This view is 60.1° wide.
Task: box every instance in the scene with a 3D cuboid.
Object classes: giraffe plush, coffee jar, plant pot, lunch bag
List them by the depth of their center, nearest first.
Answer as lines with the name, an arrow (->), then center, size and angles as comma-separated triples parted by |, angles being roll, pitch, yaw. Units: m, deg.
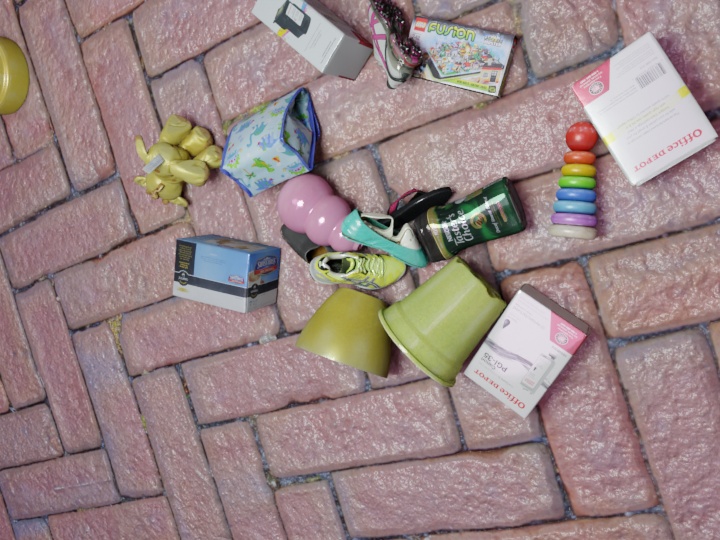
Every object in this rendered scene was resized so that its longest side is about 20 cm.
coffee jar -> 0.203, -0.091, 1.170 | 0.198, 0.085, 0.105 | -22, 102, 26
plant pot -> 0.167, 0.083, 1.172 | 0.184, 0.200, 0.201 | -46, 79, 11
plant pot -> -0.017, 0.117, 1.263 | 0.198, 0.200, 0.143 | 16, 82, 21
lunch bag -> -0.183, -0.275, 1.288 | 0.169, 0.127, 0.202 | -19, 51, 25
giraffe plush -> -0.424, -0.225, 1.410 | 0.173, 0.199, 0.162 | 49, 142, 6
plant pot -> -0.997, -0.509, 1.594 | 0.199, 0.189, 0.203 | 4, 100, 24

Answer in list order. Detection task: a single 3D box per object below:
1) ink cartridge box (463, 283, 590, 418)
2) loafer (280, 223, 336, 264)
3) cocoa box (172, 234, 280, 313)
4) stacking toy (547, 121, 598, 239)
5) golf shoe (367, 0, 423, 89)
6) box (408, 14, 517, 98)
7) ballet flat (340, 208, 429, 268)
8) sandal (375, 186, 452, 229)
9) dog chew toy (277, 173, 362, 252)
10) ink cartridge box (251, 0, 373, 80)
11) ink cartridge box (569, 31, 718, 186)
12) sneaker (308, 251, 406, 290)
ink cartridge box -> 0.309, 0.150, 1.163 | 0.146, 0.083, 0.201 | 35, 110, 15
loafer -> -0.096, -0.045, 1.322 | 0.199, 0.072, 0.073 | 31, 110, 18
cocoa box -> -0.297, 0.001, 1.385 | 0.198, 0.133, 0.133 | 11, 102, 22
stacking toy -> 0.383, -0.158, 1.092 | 0.084, 0.085, 0.203 | 8, 95, 23
golf shoe -> 0.046, -0.437, 1.180 | 0.092, 0.072, 0.202 | -47, 50, 44
box -> 0.181, -0.401, 1.164 | 0.198, 0.035, 0.111 | 20, 105, 20
ballet flat -> 0.060, -0.066, 1.205 | 0.198, 0.068, 0.071 | 21, 121, -17
sandal -> 0.087, -0.125, 1.231 | 0.199, 0.075, 0.046 | -26, 69, 29
dog chew toy -> -0.075, -0.109, 1.272 | 0.199, 0.124, 0.125 | 38, 111, 16
ink cartridge box -> -0.091, -0.470, 1.215 | 0.200, 0.145, 0.083 | 43, 114, 13
ink cartridge box -> 0.465, -0.260, 1.031 | 0.144, 0.083, 0.201 | -32, 84, 25
sneaker -> 0.000, 0.000, 1.239 | 0.198, 0.076, 0.076 | -3, 84, -16
